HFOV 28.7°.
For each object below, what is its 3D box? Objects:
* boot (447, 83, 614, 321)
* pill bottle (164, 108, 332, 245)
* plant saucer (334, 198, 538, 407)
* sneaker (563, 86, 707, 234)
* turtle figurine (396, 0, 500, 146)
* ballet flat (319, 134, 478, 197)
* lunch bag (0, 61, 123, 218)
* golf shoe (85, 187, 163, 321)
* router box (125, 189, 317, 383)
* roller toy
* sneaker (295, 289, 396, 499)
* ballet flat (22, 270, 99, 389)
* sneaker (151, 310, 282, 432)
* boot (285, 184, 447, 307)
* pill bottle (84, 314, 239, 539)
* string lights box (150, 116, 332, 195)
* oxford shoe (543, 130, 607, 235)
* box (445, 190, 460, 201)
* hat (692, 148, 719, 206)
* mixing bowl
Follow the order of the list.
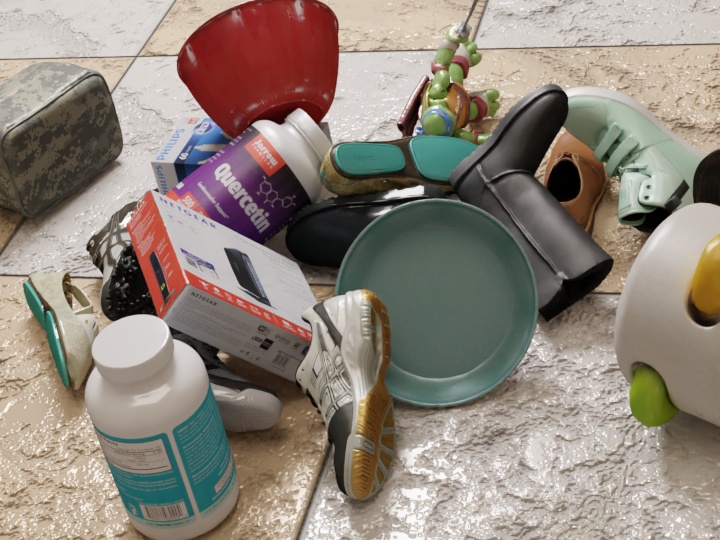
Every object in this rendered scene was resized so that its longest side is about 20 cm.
[{"bbox_3d":[0.196,-0.072,1.447,0.165,0.065,0.201,-47,49,20],"label":"boot"},{"bbox_3d":[-0.123,-0.089,1.565,0.200,0.113,0.112,-40,42,-6],"label":"pill bottle"},{"bbox_3d":[0.074,0.032,1.373,0.198,0.202,0.036,-7,-2,6],"label":"plant saucer"},{"bbox_3d":[0.283,-0.115,1.513,0.199,0.074,0.118,32,53,8],"label":"sneaker"},{"bbox_3d":[0.144,-0.215,1.641,0.143,0.201,0.194,33,21,-3],"label":"turtle figurine"},{"bbox_3d":[0.046,-0.111,1.555,0.198,0.071,0.071,-3,32,-24],"label":"ballet flat"},{"bbox_3d":[-0.423,-0.175,1.773,0.167,0.140,0.200,18,46,32],"label":"lunch bag"},{"bbox_3d":[-0.268,-0.005,1.583,0.094,0.078,0.201,-17,32,22],"label":"golf shoe"},{"bbox_3d":[-0.127,0.020,1.409,0.049,0.199,0.180,-51,36,16],"label":"router box"},{"bbox_3d":[0.328,0.041,1.251,0.139,0.202,0.182,24,31,37],"label":"roller toy"},{"bbox_3d":[-0.018,0.119,1.316,0.087,0.076,0.202,-10,62,20],"label":"sneaker"},{"bbox_3d":[-0.314,0.054,1.515,0.062,0.068,0.200,-14,37,-20],"label":"ballet flat"},{"bbox_3d":[-0.151,0.087,1.394,0.198,0.076,0.115,9,61,30],"label":"sneaker"},{"bbox_3d":[0.000,0.000,1.483,0.198,0.077,0.169,-12,44,21],"label":"boot"},{"bbox_3d":[-0.180,0.138,1.255,0.110,0.201,0.111,-7,37,5],"label":"pill bottle"},{"bbox_3d":[-0.141,-0.133,1.708,0.198,0.059,0.103,4,41,20],"label":"string lights box"},{"bbox_3d":[0.237,-0.108,1.566,0.071,0.072,0.201,-3,37,13],"label":"oxford shoe"},{"bbox_3d":[0.100,-0.073,1.585,0.199,0.042,0.119,19,47,30],"label":"box"},{"bbox_3d":[0.399,-0.032,1.340,0.199,0.202,0.081,15,52,31],"label":"hat"},{"bbox_3d":[-0.104,-0.214,1.625,0.198,0.200,0.109,-16,69,-6],"label":"mixing bowl"}]
